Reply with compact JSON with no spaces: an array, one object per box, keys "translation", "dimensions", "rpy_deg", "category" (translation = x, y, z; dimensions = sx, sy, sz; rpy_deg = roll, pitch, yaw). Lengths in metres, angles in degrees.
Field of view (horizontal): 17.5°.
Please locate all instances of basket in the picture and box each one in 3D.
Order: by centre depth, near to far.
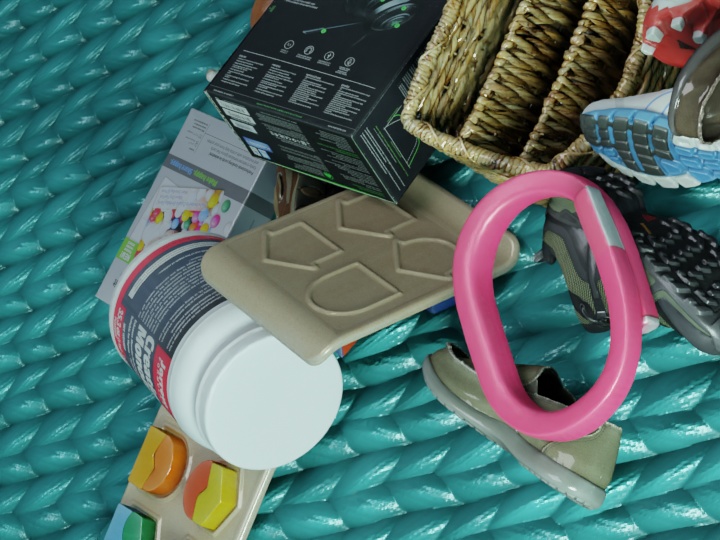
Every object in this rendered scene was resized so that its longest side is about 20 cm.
[{"translation":[0.150,-0.158,1.764],"dimensions":[0.143,0.149,0.200],"rpy_deg":[18,81,53],"category":"basket"}]

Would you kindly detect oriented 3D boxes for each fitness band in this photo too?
[{"translation":[0.134,0.022,1.641],"dimensions":[0.144,0.037,0.201],"rpy_deg":[-36,56,34],"category":"fitness band"}]

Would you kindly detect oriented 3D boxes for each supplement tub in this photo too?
[{"translation":[-0.113,0.065,1.939],"dimensions":[0.141,0.140,0.200],"rpy_deg":[-57,37,7],"category":"supplement tub"}]

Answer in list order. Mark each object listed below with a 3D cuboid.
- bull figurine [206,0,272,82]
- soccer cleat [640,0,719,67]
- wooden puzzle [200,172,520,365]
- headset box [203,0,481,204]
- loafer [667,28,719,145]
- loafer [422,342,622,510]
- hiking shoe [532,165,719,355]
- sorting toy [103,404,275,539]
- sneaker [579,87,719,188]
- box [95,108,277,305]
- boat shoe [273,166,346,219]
[{"translation":[-0.070,-0.244,2.148],"dimensions":[0.121,0.065,0.201],"rpy_deg":[-5,62,52],"category":"bull figurine"},{"translation":[0.247,-0.205,1.607],"dimensions":[0.200,0.068,0.085],"rpy_deg":[110,-178,-65],"category":"soccer cleat"},{"translation":[0.000,0.000,1.856],"dimensions":[0.200,0.046,0.185],"rpy_deg":[-28,37,-23],"category":"wooden puzzle"},{"translation":[0.004,-0.177,1.928],"dimensions":[0.174,0.093,0.200],"rpy_deg":[19,66,39],"category":"headset box"},{"translation":[0.297,-0.136,1.574],"dimensions":[0.200,0.073,0.071],"rpy_deg":[-26,48,-18],"category":"loafer"},{"translation":[0.123,0.101,1.705],"dimensions":[0.200,0.075,0.070],"rpy_deg":[36,91,44],"category":"loafer"},{"translation":[0.202,0.010,1.674],"dimensions":[0.200,0.076,0.101],"rpy_deg":[47,137,39],"category":"hiking shoe"},{"translation":[-0.158,0.211,1.986],"dimensions":[0.185,0.036,0.200],"rpy_deg":[22,85,53],"category":"sorting toy"},{"translation":[0.255,-0.111,1.666],"dimensions":[0.199,0.075,0.087],"rpy_deg":[6,57,28],"category":"sneaker"},{"translation":[-0.149,-0.037,2.130],"dimensions":[0.156,0.041,0.200],"rpy_deg":[27,90,53],"category":"box"},{"translation":[-0.037,-0.062,1.996],"dimensions":[0.074,0.075,0.200],"rpy_deg":[-48,31,45],"category":"boat shoe"}]
